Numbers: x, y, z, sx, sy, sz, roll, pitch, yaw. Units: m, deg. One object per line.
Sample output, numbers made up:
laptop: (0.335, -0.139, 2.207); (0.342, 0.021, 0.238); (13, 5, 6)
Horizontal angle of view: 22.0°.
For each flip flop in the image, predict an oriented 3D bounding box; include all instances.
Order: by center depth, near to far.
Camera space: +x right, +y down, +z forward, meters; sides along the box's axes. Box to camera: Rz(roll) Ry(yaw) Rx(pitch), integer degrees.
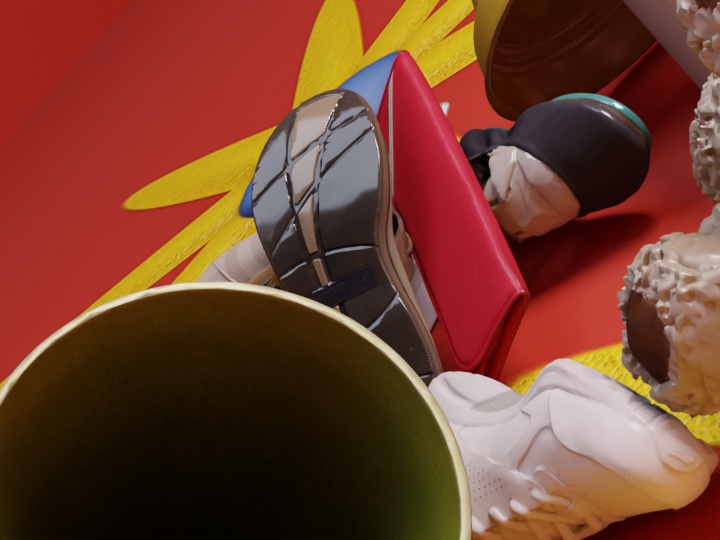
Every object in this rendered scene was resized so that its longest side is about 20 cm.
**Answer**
flip flop: (0.000, 0.000, 0.988); (0.081, 0.200, 0.058); (-24, -16, 17)

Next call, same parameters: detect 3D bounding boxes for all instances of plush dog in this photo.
plush dog: (0.182, -0.053, 0.711); (0.172, 0.160, 0.200); (-89, 4, -70)

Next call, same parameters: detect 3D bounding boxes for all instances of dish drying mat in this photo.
dish drying mat: (0.043, -0.029, 0.980); (0.200, 0.018, 0.077); (-110, 29, -44)

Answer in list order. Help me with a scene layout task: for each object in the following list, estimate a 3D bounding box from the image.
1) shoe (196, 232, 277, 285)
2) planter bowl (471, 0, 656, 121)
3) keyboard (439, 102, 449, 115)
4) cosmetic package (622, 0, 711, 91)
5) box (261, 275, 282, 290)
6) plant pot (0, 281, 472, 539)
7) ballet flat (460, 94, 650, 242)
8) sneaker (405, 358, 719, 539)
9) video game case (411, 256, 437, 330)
shoe: (-0.054, 0.015, 1.104); (0.200, 0.070, 0.053); (-34, 38, 40)
planter bowl: (0.121, -0.189, 1.067); (0.200, 0.083, 0.200); (-34, -27, -20)
keyboard: (0.014, 0.000, 1.059); (0.056, 0.011, 0.200); (150, 137, -66)
cosmetic package: (0.239, -0.182, 0.902); (0.199, 0.123, 0.200); (-44, 15, 1)
box: (-0.094, 0.088, 1.089); (0.200, 0.064, 0.070); (-41, 12, 43)
plant pot: (-0.064, 0.135, 0.765); (0.187, 0.187, 0.200); (-55, -10, -31)
ballet flat: (0.091, -0.046, 0.997); (0.073, 0.073, 0.200); (-48, 12, -12)
sneaker: (0.070, 0.096, 0.751); (0.099, 0.078, 0.200); (-60, 15, -17)
video game case: (-0.003, 0.013, 1.170); (0.200, 0.023, 0.182); (-29, 23, 43)
